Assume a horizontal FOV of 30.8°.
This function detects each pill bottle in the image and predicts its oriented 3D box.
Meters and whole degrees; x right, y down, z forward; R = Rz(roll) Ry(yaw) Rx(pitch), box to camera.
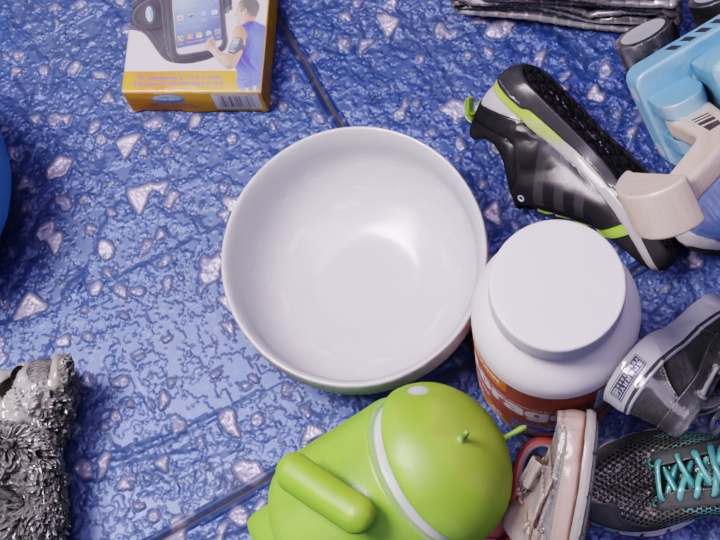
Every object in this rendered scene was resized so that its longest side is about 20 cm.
[{"bbox_3d":[0.130,0.040,0.885,0.111,0.200,0.113,-2,71,7],"label":"pill bottle"}]

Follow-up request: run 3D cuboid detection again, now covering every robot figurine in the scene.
[{"bbox_3d":[0.018,0.153,0.885,0.199,0.175,0.116,-35,70,28],"label":"robot figurine"}]

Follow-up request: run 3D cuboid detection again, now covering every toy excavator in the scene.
[{"bbox_3d":[0.244,-0.112,0.917,0.194,0.200,0.100,-31,111,1],"label":"toy excavator"}]

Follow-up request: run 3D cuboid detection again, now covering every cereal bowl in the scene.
[{"bbox_3d":[0.000,0.000,0.976,0.198,0.083,0.202,-3,70,9],"label":"cereal bowl"}]

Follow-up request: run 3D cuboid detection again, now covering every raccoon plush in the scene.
[{"bbox_3d":[-0.221,0.159,0.972,0.134,0.097,0.200,-43,101,-22],"label":"raccoon plush"}]

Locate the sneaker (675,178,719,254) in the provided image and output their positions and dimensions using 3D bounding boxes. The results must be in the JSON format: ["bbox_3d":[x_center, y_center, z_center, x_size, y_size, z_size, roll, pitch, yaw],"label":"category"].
[{"bbox_3d":[0.311,-0.085,0.966,0.199,0.077,0.076,-34,71,-9],"label":"sneaker"}]

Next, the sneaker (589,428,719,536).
[{"bbox_3d":[0.244,0.135,0.892,0.198,0.091,0.078,-7,72,0],"label":"sneaker"}]

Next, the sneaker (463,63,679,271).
[{"bbox_3d":[0.159,-0.068,1.002,0.200,0.072,0.083,50,122,11],"label":"sneaker"}]

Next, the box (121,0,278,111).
[{"bbox_3d":[-0.129,-0.232,1.095,0.118,0.042,0.202,1,74,7],"label":"box"}]

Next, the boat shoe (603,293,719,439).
[{"bbox_3d":[0.229,0.067,0.877,0.068,0.199,0.074,37,109,20],"label":"boat shoe"}]

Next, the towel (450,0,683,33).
[{"bbox_3d":[0.166,-0.282,1.054,0.198,0.086,0.167,6,74,7],"label":"towel"}]

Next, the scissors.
[{"bbox_3d":[0.094,0.204,0.931,0.073,0.014,0.200,43,85,4],"label":"scissors"}]

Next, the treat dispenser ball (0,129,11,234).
[{"bbox_3d":[-0.365,-0.068,0.984,0.199,0.201,0.203,-2,71,6],"label":"treat dispenser ball"}]

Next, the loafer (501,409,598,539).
[{"bbox_3d":[0.117,0.186,0.870,0.062,0.072,0.202,8,105,10],"label":"loafer"}]
